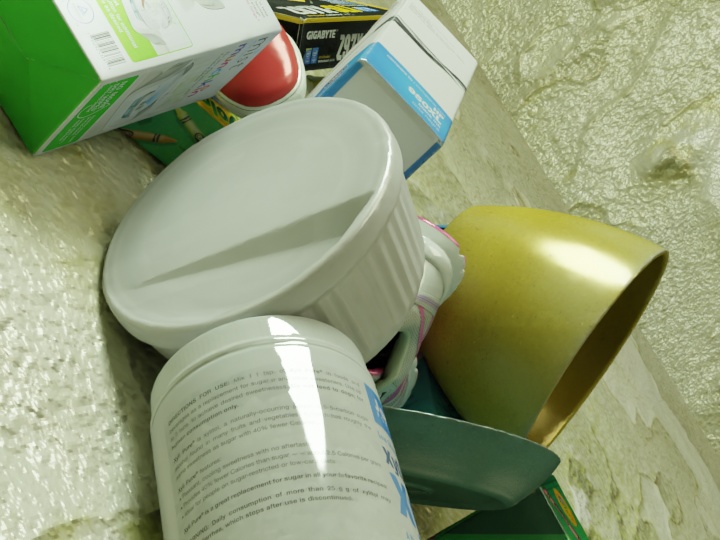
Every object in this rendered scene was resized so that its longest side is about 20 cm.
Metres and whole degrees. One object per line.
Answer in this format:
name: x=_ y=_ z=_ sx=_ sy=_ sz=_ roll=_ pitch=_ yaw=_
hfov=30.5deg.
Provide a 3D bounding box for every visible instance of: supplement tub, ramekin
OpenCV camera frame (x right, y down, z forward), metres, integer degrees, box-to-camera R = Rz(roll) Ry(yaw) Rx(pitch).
supplement tub: x=-0.036 y=0.137 z=0.682 sx=0.132 sy=0.132 sz=0.201 roll=42 pitch=23 yaw=-42
ramekin: x=-0.051 y=-0.007 z=0.814 sx=0.203 sy=0.201 sz=0.094 roll=-101 pitch=164 yaw=-53

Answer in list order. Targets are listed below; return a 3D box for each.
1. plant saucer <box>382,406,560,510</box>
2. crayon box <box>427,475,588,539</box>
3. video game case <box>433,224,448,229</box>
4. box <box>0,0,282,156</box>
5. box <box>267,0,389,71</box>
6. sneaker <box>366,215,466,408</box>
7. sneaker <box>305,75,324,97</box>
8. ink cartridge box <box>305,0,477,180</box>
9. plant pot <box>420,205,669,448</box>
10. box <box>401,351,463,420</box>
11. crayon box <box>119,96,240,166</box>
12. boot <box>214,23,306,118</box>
plant saucer: x=0.030 y=0.126 z=0.863 sx=0.200 sy=0.199 sz=0.036 roll=33 pitch=62 yaw=-55
crayon box: x=0.130 y=0.262 z=0.936 sx=0.201 sy=0.118 sz=0.058 roll=61 pitch=16 yaw=14
video game case: x=0.000 y=0.000 z=1.029 sx=0.018 sy=0.142 sz=0.200 roll=68 pitch=17 yaw=6
box: x=-0.177 y=-0.201 z=0.856 sx=0.176 sy=0.097 sz=0.201 roll=-30 pitch=87 yaw=-50
box: x=-0.072 y=-0.219 z=1.165 sx=0.159 sy=0.050 sz=0.200 roll=20 pitch=19 yaw=24
sneaker: x=-0.001 y=0.056 z=0.904 sx=0.081 sy=0.201 sz=0.088 roll=30 pitch=41 yaw=12
sneaker: x=-0.037 y=-0.167 z=1.233 sx=0.200 sy=0.130 sz=0.080 roll=39 pitch=23 yaw=-41
ink cartridge box: x=0.000 y=-0.108 z=0.974 sx=0.084 sy=0.145 sz=0.200 roll=44 pitch=26 yaw=-9
plant pot: x=0.117 y=0.030 z=0.996 sx=0.142 sy=0.201 sz=0.200 roll=35 pitch=10 yaw=17
box: x=0.031 y=0.089 z=1.062 sx=0.049 sy=0.082 sz=0.200 roll=47 pitch=18 yaw=-28
crayon box: x=-0.131 y=-0.129 z=1.037 sx=0.200 sy=0.058 sz=0.119 roll=40 pitch=23 yaw=-47
boot: x=-0.109 y=-0.209 z=0.952 sx=0.201 sy=0.072 sz=0.145 roll=60 pitch=-5 yaw=35
